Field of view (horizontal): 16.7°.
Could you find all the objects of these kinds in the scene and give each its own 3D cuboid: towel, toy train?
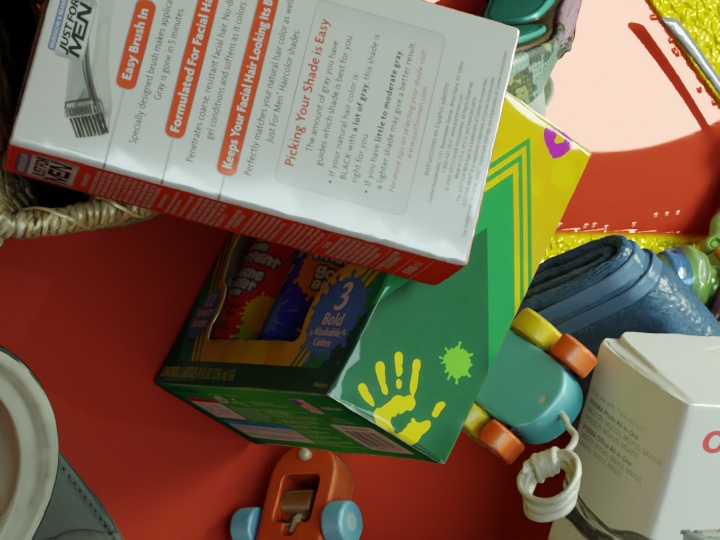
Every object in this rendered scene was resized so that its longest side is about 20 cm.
[{"bbox_3d":[0.167,0.068,1.331,0.200,0.112,0.049,49,42,-18],"label":"towel"},{"bbox_3d":[0.036,0.096,1.241,0.056,0.200,0.150,45,44,-45],"label":"toy train"}]

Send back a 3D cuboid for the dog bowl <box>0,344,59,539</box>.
[{"bbox_3d":[-0.239,0.089,1.085,0.200,0.074,0.200,-22,134,-25],"label":"dog bowl"}]

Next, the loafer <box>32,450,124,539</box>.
[{"bbox_3d":[-0.129,0.153,1.153,0.070,0.070,0.200,-26,72,-22],"label":"loafer"}]

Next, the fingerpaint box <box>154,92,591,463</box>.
[{"bbox_3d":[0.000,0.000,1.187,0.073,0.200,0.167,33,75,-24],"label":"fingerpaint box"}]

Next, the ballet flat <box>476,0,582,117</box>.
[{"bbox_3d":[0.077,-0.103,1.263,0.200,0.069,0.071,-50,131,-62],"label":"ballet flat"}]

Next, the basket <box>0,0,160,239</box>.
[{"bbox_3d":[-0.113,-0.122,1.118,0.142,0.149,0.200,-14,89,9],"label":"basket"}]

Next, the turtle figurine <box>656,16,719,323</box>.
[{"bbox_3d":[0.263,-0.027,1.366,0.194,0.144,0.200,10,88,-31],"label":"turtle figurine"}]

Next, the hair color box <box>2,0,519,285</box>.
[{"bbox_3d":[-0.043,-0.074,1.054,0.200,0.064,0.111,16,78,-9],"label":"hair color box"}]

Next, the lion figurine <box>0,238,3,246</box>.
[{"bbox_3d":[-0.247,0.017,1.135,0.122,0.072,0.200,29,90,-36],"label":"lion figurine"}]

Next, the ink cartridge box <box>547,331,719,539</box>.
[{"bbox_3d":[0.177,0.141,1.248,0.145,0.083,0.200,4,110,-28],"label":"ink cartridge box"}]
